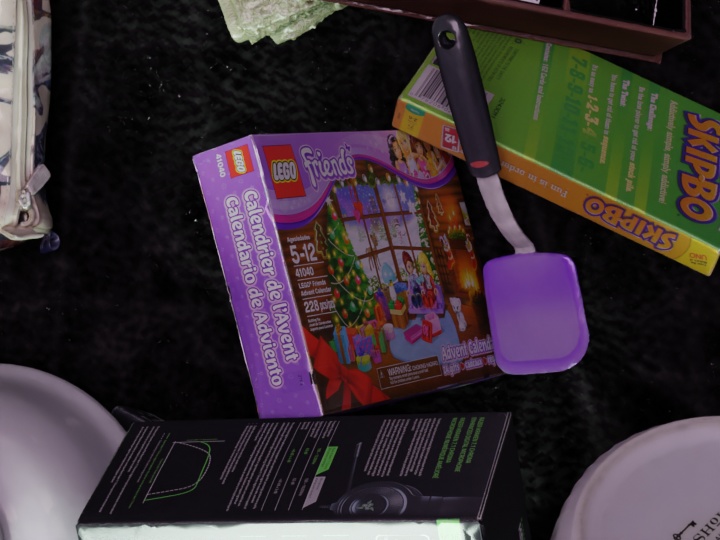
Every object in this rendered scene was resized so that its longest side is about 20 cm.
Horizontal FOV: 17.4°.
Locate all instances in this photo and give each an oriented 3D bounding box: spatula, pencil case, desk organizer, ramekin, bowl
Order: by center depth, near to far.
[{"bbox_3d":[0.179,0.160,1.143,0.202,0.094,0.203,0,47,0],"label":"ramekin"},{"bbox_3d":[0.071,-0.038,1.190,0.056,0.021,0.201,-4,118,30],"label":"spatula"},{"bbox_3d":[0.072,-0.163,1.204,0.199,0.077,0.072,10,88,-6],"label":"desk organizer"},{"bbox_3d":[-0.209,0.145,1.206,0.200,0.090,0.202,-2,84,17],"label":"bowl"},{"bbox_3d":[-0.201,-0.109,1.271,0.089,0.078,0.201,-1,88,34],"label":"pencil case"}]

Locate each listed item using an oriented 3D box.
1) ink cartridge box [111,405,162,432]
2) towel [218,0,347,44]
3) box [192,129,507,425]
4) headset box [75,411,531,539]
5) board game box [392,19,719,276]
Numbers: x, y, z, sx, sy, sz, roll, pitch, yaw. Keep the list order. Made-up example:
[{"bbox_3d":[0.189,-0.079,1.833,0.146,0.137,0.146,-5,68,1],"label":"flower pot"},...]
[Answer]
[{"bbox_3d":[-0.088,0.198,1.228,0.198,0.043,0.201,23,93,33],"label":"ink cartridge box"},{"bbox_3d":[-0.011,-0.225,1.269,0.200,0.036,0.149,-30,85,7],"label":"towel"},{"bbox_3d":[0.000,0.000,1.178,0.039,0.200,0.137,-17,86,29],"label":"box"},{"bbox_3d":[-0.009,0.162,1.077,0.199,0.093,0.175,-2,117,14],"label":"headset box"},{"bbox_3d":[0.125,-0.068,1.220,0.200,0.030,0.096,24,48,11],"label":"board game box"}]
